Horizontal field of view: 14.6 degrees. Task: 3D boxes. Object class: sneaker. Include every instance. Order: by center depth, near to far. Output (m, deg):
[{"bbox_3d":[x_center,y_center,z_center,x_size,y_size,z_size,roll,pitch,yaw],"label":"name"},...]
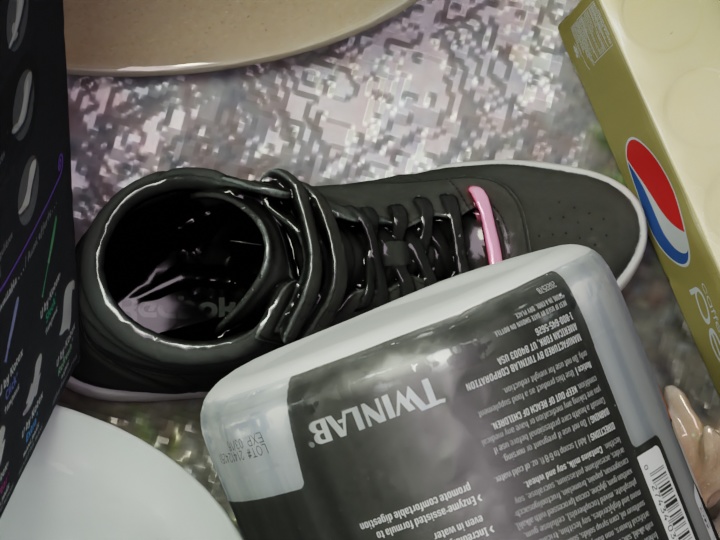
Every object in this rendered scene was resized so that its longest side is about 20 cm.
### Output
[{"bbox_3d":[0.000,0.000,0.863,0.200,0.099,0.071,-9,82,-9],"label":"sneaker"}]

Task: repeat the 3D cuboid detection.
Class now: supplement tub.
[{"bbox_3d":[0.045,0.103,0.771,0.122,0.123,0.200,-21,93,-9],"label":"supplement tub"}]

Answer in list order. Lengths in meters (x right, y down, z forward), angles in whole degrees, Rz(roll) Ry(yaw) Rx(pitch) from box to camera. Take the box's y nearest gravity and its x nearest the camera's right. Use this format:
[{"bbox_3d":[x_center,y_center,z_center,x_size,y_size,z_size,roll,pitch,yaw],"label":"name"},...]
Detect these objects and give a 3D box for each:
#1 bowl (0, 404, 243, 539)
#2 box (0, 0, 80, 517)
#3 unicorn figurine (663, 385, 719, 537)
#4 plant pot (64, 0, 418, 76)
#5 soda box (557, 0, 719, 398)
[{"bbox_3d":[-0.127,0.128,0.782,0.201,0.201,0.090,-2,126,-7],"label":"bowl"},{"bbox_3d":[-0.149,-0.031,0.753,0.122,0.200,0.106,9,37,9],"label":"box"},{"bbox_3d":[0.152,0.121,0.838,0.200,0.074,0.137,37,116,7],"label":"unicorn figurine"},{"bbox_3d":[-0.065,-0.188,0.852,0.187,0.187,0.200,-2,69,-7],"label":"plant pot"},{"bbox_3d":[0.136,-0.007,0.897,0.068,0.064,0.200,-23,87,-8],"label":"soda box"}]
